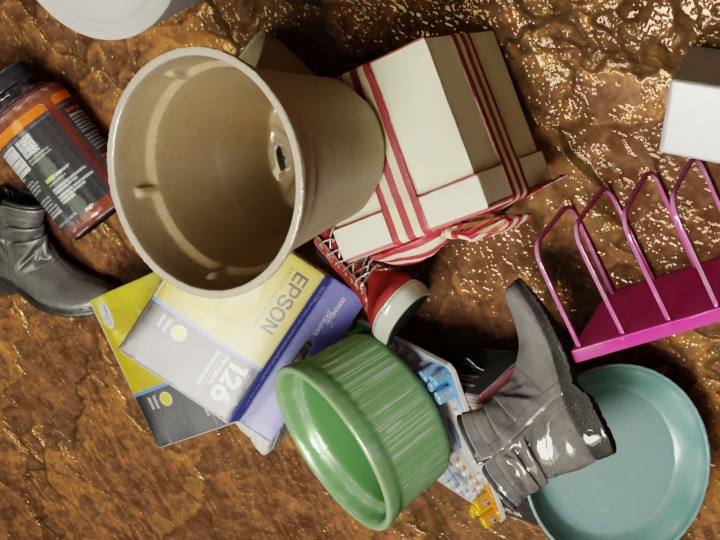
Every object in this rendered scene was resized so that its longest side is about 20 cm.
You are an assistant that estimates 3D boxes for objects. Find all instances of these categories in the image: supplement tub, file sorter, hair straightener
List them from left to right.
[{"bbox_3d":[-0.352,-0.142,1.395,0.107,0.107,0.200,-32,99,35],"label":"supplement tub"},{"bbox_3d":[0.289,0.185,1.293,0.077,0.041,0.200,39,125,3],"label":"hair straightener"},{"bbox_3d":[0.281,-0.022,1.128,0.199,0.139,0.126,-20,103,33],"label":"file sorter"}]

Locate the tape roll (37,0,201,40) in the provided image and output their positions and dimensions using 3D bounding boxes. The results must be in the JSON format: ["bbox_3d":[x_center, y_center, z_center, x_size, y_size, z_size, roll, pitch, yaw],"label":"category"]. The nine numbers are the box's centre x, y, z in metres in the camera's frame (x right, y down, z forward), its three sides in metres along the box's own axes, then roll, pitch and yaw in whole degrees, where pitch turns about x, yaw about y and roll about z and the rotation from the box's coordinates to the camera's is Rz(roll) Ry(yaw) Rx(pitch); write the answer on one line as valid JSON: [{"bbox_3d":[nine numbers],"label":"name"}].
[{"bbox_3d":[-0.232,-0.346,1.205,0.201,0.139,0.204,12,121,21],"label":"tape roll"}]

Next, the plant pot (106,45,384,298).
[{"bbox_3d":[-0.080,-0.092,1.035,0.199,0.183,0.202,8,105,31],"label":"plant pot"}]

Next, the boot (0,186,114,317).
[{"bbox_3d":[-0.392,-0.025,1.494,0.199,0.070,0.132,14,118,16],"label":"boot"}]

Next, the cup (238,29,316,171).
[{"bbox_3d":[-0.085,-0.123,1.240,0.143,0.201,0.200,26,128,-18],"label":"cup"}]

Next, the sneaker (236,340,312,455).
[{"bbox_3d":[-0.116,0.129,1.444,0.099,0.078,0.201,32,125,12],"label":"sneaker"}]

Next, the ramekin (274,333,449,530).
[{"bbox_3d":[0.005,0.165,1.284,0.200,0.097,0.201,45,154,29],"label":"ramekin"}]

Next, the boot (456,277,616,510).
[{"bbox_3d":[0.146,0.115,1.159,0.131,0.070,0.201,-28,63,13],"label":"boot"}]

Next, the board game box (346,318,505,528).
[{"bbox_3d":[0.068,0.166,1.327,0.200,0.026,0.201,23,138,58],"label":"board game box"}]

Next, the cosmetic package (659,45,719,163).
[{"bbox_3d":[0.370,-0.132,1.045,0.199,0.101,0.072,14,122,20],"label":"cosmetic package"}]

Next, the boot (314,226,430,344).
[{"bbox_3d":[0.000,0.000,1.251,0.144,0.200,0.072,44,93,0],"label":"boot"}]

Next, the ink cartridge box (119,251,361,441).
[{"bbox_3d":[-0.129,0.060,1.329,0.199,0.047,0.198,33,95,-2],"label":"ink cartridge box"}]

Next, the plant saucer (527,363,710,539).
[{"bbox_3d":[0.252,0.192,1.211,0.200,0.200,0.036,53,170,-8],"label":"plant saucer"}]

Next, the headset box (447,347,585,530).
[{"bbox_3d":[0.159,0.169,1.285,0.201,0.077,0.149,56,162,-12],"label":"headset box"}]

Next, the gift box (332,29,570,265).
[{"bbox_3d":[0.076,-0.114,1.157,0.184,0.200,0.188,-19,91,37],"label":"gift box"}]

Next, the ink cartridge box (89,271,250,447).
[{"bbox_3d":[-0.194,0.089,1.399,0.199,0.047,0.199,-22,94,32],"label":"ink cartridge box"}]
